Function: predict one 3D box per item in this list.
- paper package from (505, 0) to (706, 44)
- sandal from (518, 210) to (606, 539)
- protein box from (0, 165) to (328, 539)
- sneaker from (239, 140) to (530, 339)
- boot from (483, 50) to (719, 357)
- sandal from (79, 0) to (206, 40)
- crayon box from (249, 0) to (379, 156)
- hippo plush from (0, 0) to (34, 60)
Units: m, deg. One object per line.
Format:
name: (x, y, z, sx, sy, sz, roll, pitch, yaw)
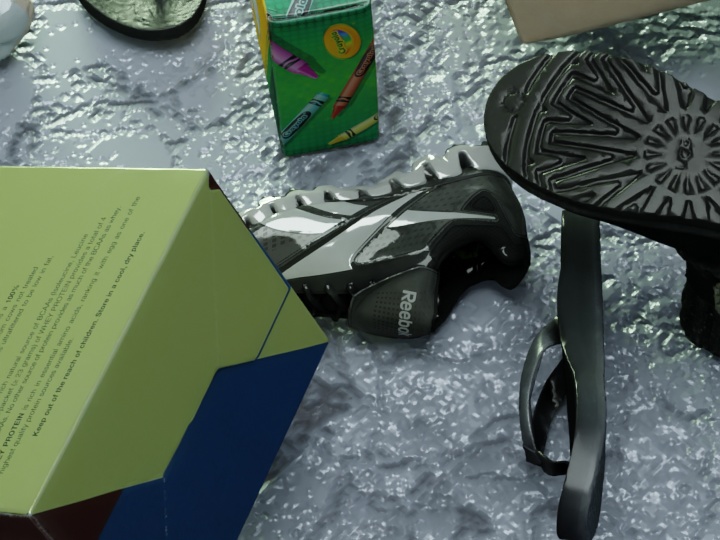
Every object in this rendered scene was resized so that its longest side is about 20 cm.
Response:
paper package: (0.155, -0.239, 1.567, 0.199, 0.191, 0.104, -12, 29, 17)
sandal: (0.101, 0.056, 1.484, 0.043, 0.076, 0.201, 0, 46, 2)
protein box: (-0.159, 0.067, 1.409, 0.199, 0.135, 0.199, 2, 52, 34)
sneaker: (0.000, 0.000, 1.526, 0.199, 0.067, 0.091, -18, 55, -12)
boot: (0.163, -0.024, 1.480, 0.210, 0.158, 0.080, 19, 70, 12)
sandal: (-0.141, -0.214, 1.687, 0.075, 0.048, 0.201, -15, 56, -7)
crayon box: (-0.035, -0.180, 1.617, 0.058, 0.119, 0.201, -10, 56, -3)
hippo plush: (-0.283, -0.184, 1.607, 0.199, 0.161, 0.160, 7, 57, 8)
